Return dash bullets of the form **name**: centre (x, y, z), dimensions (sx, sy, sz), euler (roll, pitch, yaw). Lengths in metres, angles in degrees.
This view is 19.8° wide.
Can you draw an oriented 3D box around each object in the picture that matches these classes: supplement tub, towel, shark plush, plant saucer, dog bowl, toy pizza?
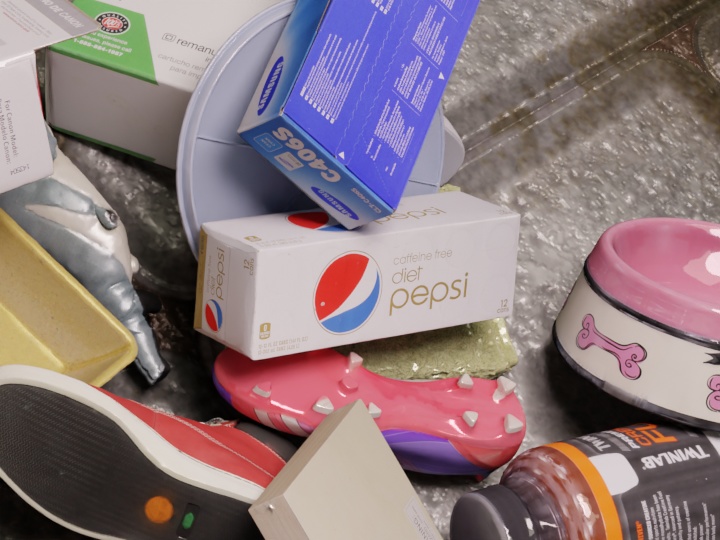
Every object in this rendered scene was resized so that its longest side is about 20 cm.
- **supplement tub**: centre (0.156, 0.149, 1.252), dimensions (0.199, 0.107, 0.107), euler (-10, 64, -28)
- **towel**: centre (-0.003, 0.013, 1.316), dimensions (0.199, 0.037, 0.149), euler (-3, 62, -25)
- **shark plush**: centre (-0.186, -0.011, 1.258), dimensions (0.083, 0.091, 0.200), euler (-39, 94, -11)
- **plant saucer**: centre (-0.264, 0.042, 1.180), dimensions (0.200, 0.048, 0.200), euler (43, 54, 7)
- **dog bowl**: centre (0.226, 0.029, 1.315), dimensions (0.199, 0.074, 0.200), euler (9, 21, -4)
- **toy pizza**: centre (-0.031, -0.068, 1.252), dimensions (0.200, 0.032, 0.201), euler (-11, 108, -36)

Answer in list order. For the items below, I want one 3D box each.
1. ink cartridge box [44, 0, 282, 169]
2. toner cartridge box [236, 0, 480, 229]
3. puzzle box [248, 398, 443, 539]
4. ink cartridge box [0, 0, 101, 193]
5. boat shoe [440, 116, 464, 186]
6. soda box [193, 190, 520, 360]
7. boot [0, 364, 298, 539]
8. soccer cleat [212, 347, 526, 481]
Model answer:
- **ink cartridge box**: centre (-0.098, -0.165, 1.340), dimensions (0.146, 0.083, 0.200), euler (17, 52, 8)
- **toner cartridge box**: centre (0.007, -0.132, 1.203), dimensions (0.095, 0.043, 0.200), euler (40, 54, -26)
- **puzzle box**: centre (0.019, 0.183, 1.130), dimensions (0.200, 0.025, 0.133), euler (60, 24, -7)
- **ink cartridge box**: centre (-0.264, -0.115, 1.193), dimensions (0.175, 0.084, 0.200), euler (-22, 39, -26)
- **boat shoe**: centre (0.006, -0.126, 1.335), dimensions (0.200, 0.070, 0.066), euler (41, 15, -50)
- **soda box**: centre (0.000, 0.000, 1.230), dimensions (0.200, 0.068, 0.064), euler (-9, 21, -38)
- **boot**: centre (-0.120, 0.100, 1.170), dimensions (0.200, 0.073, 0.144), euler (27, 14, -6)
- **soccer cleat**: centre (0.003, 0.089, 1.243), dimensions (0.199, 0.077, 0.067), euler (9, 46, -17)
